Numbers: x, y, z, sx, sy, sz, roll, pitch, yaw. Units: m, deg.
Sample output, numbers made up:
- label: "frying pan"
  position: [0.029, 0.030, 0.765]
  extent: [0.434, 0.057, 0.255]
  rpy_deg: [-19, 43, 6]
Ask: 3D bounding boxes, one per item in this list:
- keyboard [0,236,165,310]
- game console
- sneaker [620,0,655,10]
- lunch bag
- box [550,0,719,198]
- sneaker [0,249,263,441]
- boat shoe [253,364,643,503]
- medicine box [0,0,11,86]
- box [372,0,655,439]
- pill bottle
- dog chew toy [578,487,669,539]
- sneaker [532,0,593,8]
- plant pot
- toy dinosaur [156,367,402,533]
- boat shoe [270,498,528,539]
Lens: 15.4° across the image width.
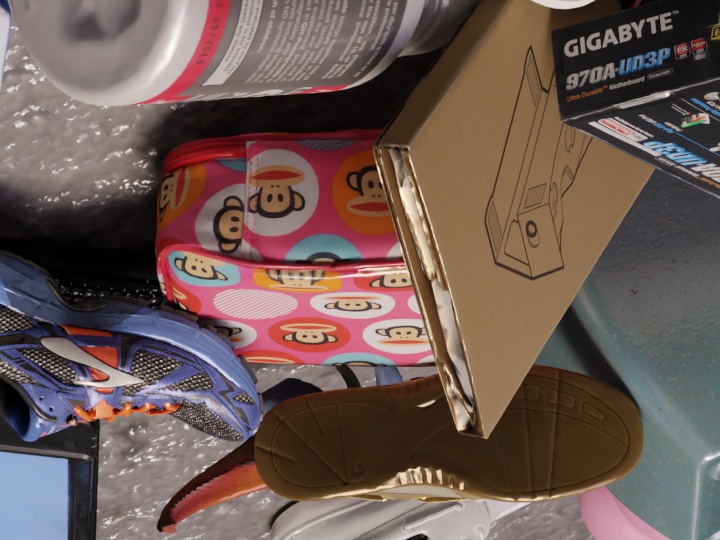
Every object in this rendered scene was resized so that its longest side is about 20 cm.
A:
- label: "keyboard"
  position: [-0.169, 0.030, 1.373]
  extent: [0.199, 0.040, 0.104]
  rpy_deg: [7, 138, -36]
- label: "game console"
  position: [-0.234, 0.154, 1.433]
  extent: [0.175, 0.117, 0.200]
  rpy_deg: [7, 148, -3]
- label: "sneaker"
  position: [0.142, -0.106, 1.328]
  extent: [0.199, 0.079, 0.096]
  rpy_deg: [-2, 132, -31]
- label: "lunch bag"
  position: [0.000, 0.000, 1.335]
  extent: [0.199, 0.082, 0.176]
  rpy_deg: [1, 155, 2]
- label: "box"
  position: [0.204, -0.082, 1.217]
  extent: [0.158, 0.046, 0.200]
  rpy_deg: [-14, 161, 32]
- label: "sneaker"
  position: [-0.142, 0.051, 1.306]
  extent: [0.199, 0.079, 0.075]
  rpy_deg: [19, 160, -18]
- label: "boat shoe"
  position: [0.046, 0.084, 1.380]
  extent: [0.199, 0.075, 0.066]
  rpy_deg: [0, 180, 4]
- label: "medicine box"
  position: [-0.211, -0.096, 1.018]
  extent: [0.102, 0.183, 0.200]
  rpy_deg: [-8, 146, -20]
- label: "box"
  position: [0.075, -0.050, 1.204]
  extent: [0.021, 0.200, 0.164]
  rpy_deg: [6, 132, 30]
- label: "pill bottle"
  position: [-0.041, -0.129, 1.121]
  extent: [0.199, 0.111, 0.111]
  rpy_deg: [-8, 149, -47]
- label: "dog chew toy"
  position: [0.211, 0.117, 1.659]
  extent: [0.124, 0.125, 0.200]
  rpy_deg: [6, 147, -36]
- label: "sneaker"
  position: [0.069, -0.179, 1.082]
  extent: [0.200, 0.115, 0.075]
  rpy_deg: [38, 77, -34]
- label: "plant pot"
  position: [0.199, 0.033, 1.441]
  extent: [0.195, 0.201, 0.196]
  rpy_deg: [-17, 149, -6]
- label: "toy dinosaur"
  position: [-0.006, 0.096, 1.477]
  extent: [0.181, 0.201, 0.105]
  rpy_deg: [21, 155, -6]
- label: "boat shoe"
  position: [0.045, 0.158, 1.665]
  extent: [0.199, 0.069, 0.072]
  rpy_deg: [-15, 148, -10]
